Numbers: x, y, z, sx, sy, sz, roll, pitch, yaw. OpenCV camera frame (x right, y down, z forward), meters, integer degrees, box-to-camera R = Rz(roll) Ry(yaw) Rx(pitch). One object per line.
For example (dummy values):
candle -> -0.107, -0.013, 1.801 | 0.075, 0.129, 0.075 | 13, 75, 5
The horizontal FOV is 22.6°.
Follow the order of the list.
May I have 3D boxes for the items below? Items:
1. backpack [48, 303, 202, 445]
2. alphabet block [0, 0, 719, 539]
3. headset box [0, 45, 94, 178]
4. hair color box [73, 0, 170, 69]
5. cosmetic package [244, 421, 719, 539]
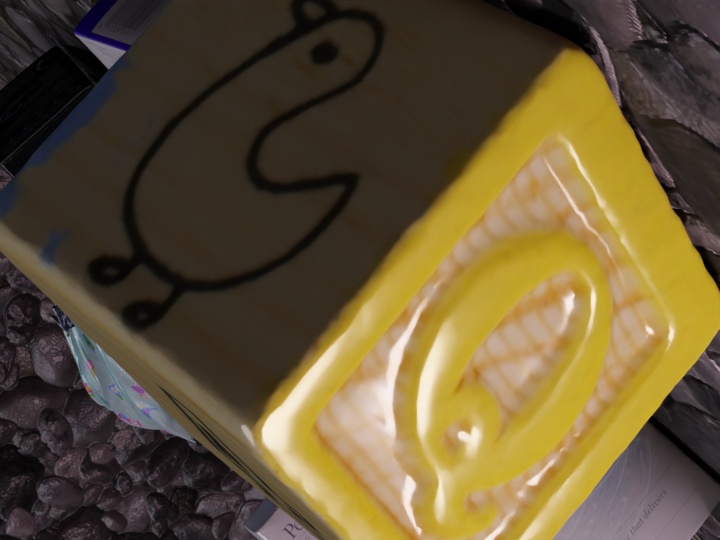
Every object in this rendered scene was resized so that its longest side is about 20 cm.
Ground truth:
backpack -> -0.137, 0.019, 1.262 | 0.126, 0.167, 0.201 | 16, 134, 39
alphabet block -> 0.000, 0.000, 0.755 | 0.199, 0.196, 0.197 | 31, 168, 43
headset box -> -0.201, -0.068, 1.399 | 0.174, 0.093, 0.200 | 50, 177, -23
hair color box -> -0.058, -0.079, 1.007 | 0.200, 0.065, 0.109 | 49, 167, -32
cosmetic package -> 0.069, 0.142, 1.073 | 0.200, 0.200, 0.123 | 40, 171, 0
